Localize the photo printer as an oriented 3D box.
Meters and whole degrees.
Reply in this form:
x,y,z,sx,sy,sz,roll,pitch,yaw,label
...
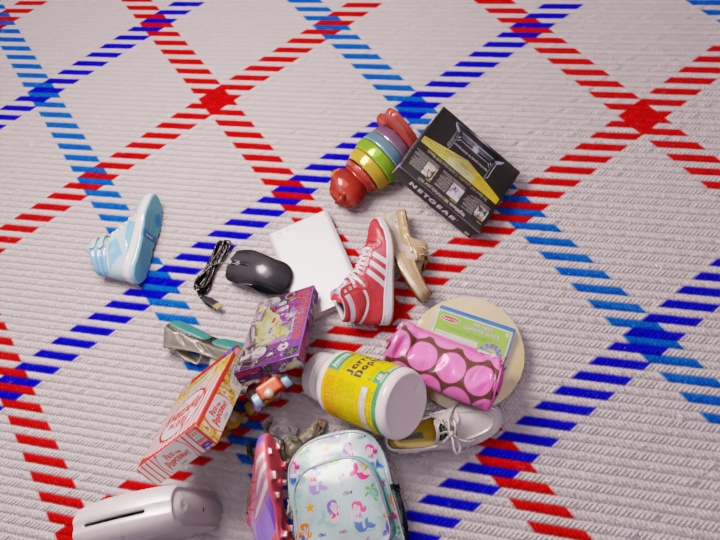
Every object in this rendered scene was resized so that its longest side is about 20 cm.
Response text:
x,y,z,sx,sy,sz,roll,pitch,yaw,label
-0.327,0.384,0.888,0.165,0.200,0.070,-14,65,3,photo printer

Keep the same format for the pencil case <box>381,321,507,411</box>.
x,y,z,sx,sy,sz,roll,pitch,yaw,label
0.138,0.151,0.948,0.199,0.091,0.094,19,108,16,pencil case

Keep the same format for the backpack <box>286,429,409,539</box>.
x,y,z,sx,sy,sz,roll,pitch,yaw,label
-0.026,0.354,0.891,0.176,0.151,0.201,-14,60,3,backpack

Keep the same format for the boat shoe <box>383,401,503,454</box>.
x,y,z,sx,sy,sz,roll,pitch,yaw,label
0.134,0.258,0.928,0.201,0.086,0.075,-9,83,6,boat shoe

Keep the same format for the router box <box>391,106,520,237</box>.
x,y,z,sx,sy,sz,roll,pitch,yaw,label
0.184,-0.187,1.100,0.200,0.052,0.158,39,75,-7,router box

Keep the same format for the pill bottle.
x,y,z,sx,sy,sz,roll,pitch,yaw,label
-0.001,0.195,0.941,0.199,0.113,0.113,8,64,43,pill bottle

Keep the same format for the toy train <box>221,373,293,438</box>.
x,y,z,sx,sy,sz,roll,pitch,yaw,label
-0.203,0.226,0.966,0.200,0.150,0.056,-35,80,-3,toy train

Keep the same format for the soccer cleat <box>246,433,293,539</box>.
x,y,z,sx,sy,sz,roll,pitch,yaw,label
-0.155,0.369,0.924,0.076,0.067,0.201,-12,84,11,soccer cleat

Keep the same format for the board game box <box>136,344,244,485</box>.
x,y,z,sx,sy,sz,roll,pitch,yaw,label
-0.263,0.230,0.935,0.151,0.046,0.200,-38,18,22,board game box

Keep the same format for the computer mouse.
x,y,z,sx,sy,sz,roll,pitch,yaw,label
-0.238,0.016,1.108,0.199,0.046,0.141,21,73,25,computer mouse

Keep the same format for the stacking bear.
x,y,z,sx,sy,sz,roll,pitch,yaw,label
0.017,-0.211,1.151,0.200,0.121,0.114,-45,103,-3,stacking bear

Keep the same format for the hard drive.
x,y,z,sx,sy,sz,roll,pitch,yaw,label
-0.088,-0.010,1.122,0.131,0.026,0.201,-23,66,-2,hard drive

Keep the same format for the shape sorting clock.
x,y,z,sx,sy,sz,roll,pitch,yaw,label
0.184,0.145,1.004,0.199,0.039,0.201,-3,77,13,shape sorting clock

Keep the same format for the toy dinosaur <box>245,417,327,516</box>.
x,y,z,sx,sy,sz,roll,pitch,yaw,label
-0.149,0.312,0.980,0.088,0.047,0.200,42,81,16,toy dinosaur

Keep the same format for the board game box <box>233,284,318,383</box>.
x,y,z,sx,sy,sz,roll,pitch,yaw,label
-0.141,0.105,0.996,0.119,0.032,0.200,-14,30,12,board game box

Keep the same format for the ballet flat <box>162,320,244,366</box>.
x,y,z,sx,sy,sz,roll,pitch,yaw,label
-0.280,0.150,1.069,0.199,0.067,0.064,16,97,16,ballet flat

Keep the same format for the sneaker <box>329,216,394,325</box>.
x,y,z,sx,sy,sz,roll,pitch,yaw,label
0.000,0.000,1.043,0.112,0.071,0.201,1,82,-17,sneaker

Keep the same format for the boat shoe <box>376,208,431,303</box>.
x,y,z,sx,sy,sz,roll,pitch,yaw,label
0.095,-0.036,1.079,0.069,0.074,0.201,-25,64,3,boat shoe

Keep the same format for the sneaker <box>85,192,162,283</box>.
x,y,z,sx,sy,sz,roll,pitch,yaw,label
-0.494,-0.074,1.183,0.130,0.080,0.201,4,66,9,sneaker
